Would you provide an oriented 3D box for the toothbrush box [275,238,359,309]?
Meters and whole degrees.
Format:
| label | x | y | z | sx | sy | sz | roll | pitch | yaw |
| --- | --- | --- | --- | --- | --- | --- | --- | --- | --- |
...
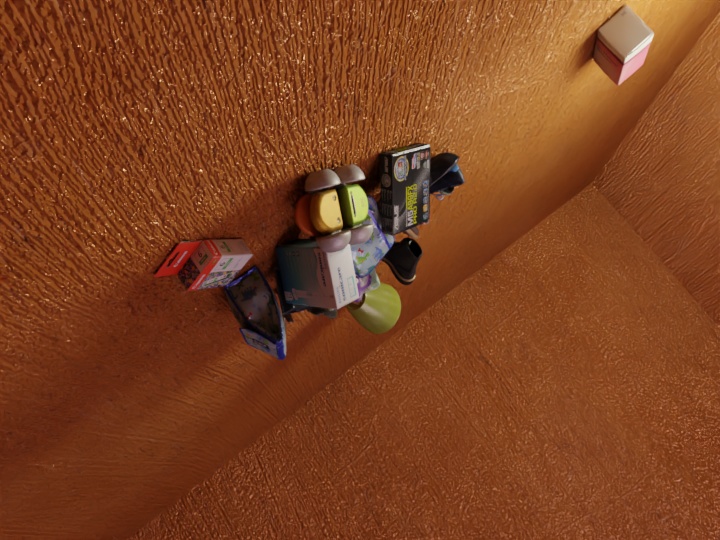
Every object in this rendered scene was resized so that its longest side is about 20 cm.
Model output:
| label | x | y | z | sx | sy | sz | roll | pitch | yaw |
| --- | --- | --- | --- | --- | --- | --- | --- | --- | --- |
| toothbrush box | -0.107 | 0.004 | 1.557 | 0.084 | 0.151 | 0.196 | -23 | -163 | -41 |

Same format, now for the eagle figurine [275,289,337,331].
| label | x | y | z | sx | sy | sz | roll | pitch | yaw |
| --- | --- | --- | --- | --- | --- | --- | --- | --- | --- |
| eagle figurine | -0.151 | 0.072 | 1.858 | 0.195 | 0.152 | 0.155 | -16 | 141 | -30 |

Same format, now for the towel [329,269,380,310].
| label | x | y | z | sx | sy | sz | roll | pitch | yaw |
| --- | --- | --- | --- | --- | --- | --- | --- | --- | --- |
| towel | -0.033 | 0.009 | 1.822 | 0.197 | 0.157 | 0.023 | -26 | -165 | -37 |

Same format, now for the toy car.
| label | x | y | z | sx | sy | sz | roll | pitch | yaw |
| --- | --- | --- | --- | --- | --- | --- | --- | --- | --- |
| toy car | -0.070 | -0.139 | 1.451 | 0.147 | 0.181 | 0.197 | -5 | -170 | 41 |

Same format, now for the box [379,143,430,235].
| label | x | y | z | sx | sy | sz | roll | pitch | yaw |
| --- | --- | --- | --- | --- | --- | --- | --- | --- | --- |
| box | 0.116 | -0.209 | 1.623 | 0.158 | 0.043 | 0.207 | -22 | 118 | -44 |

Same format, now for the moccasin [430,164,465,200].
| label | x | y | z | sx | sy | sz | roll | pitch | yaw |
| --- | --- | --- | --- | --- | --- | --- | --- | --- | --- |
| moccasin | 0.245 | -0.251 | 1.890 | 0.080 | 0.069 | 0.200 | -41 | -175 | -14 |

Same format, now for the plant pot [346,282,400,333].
| label | x | y | z | sx | sy | sz | roll | pitch | yaw |
| --- | --- | --- | --- | --- | --- | --- | --- | --- | --- |
| plant pot | 0.025 | 0.118 | 2.330 | 0.186 | 0.189 | 0.199 | -42 | 149 | 14 |

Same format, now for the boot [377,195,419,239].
| label | x | y | z | sx | sy | sz | roll | pitch | yaw |
| --- | --- | --- | --- | --- | --- | --- | --- | --- | --- |
| boot | 0.141 | -0.194 | 1.723 | 0.168 | 0.072 | 0.199 | -54 | 136 | -5 |

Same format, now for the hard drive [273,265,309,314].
| label | x | y | z | sx | sy | sz | roll | pitch | yaw |
| --- | --- | --- | --- | --- | --- | --- | --- | --- | --- |
| hard drive | -0.154 | 0.038 | 1.731 | 0.041 | 0.140 | 0.198 | -9 | -177 | 30 |

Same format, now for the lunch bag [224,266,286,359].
| label | x | y | z | sx | sy | sz | roll | pitch | yaw |
| --- | --- | --- | --- | --- | --- | --- | --- | --- | --- |
| lunch bag | -0.252 | 0.125 | 1.622 | 0.126 | 0.202 | 0.171 | -33 | 165 | -14 |

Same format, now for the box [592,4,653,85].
| label | x | y | z | sx | sy | sz | roll | pitch | yaw |
| --- | --- | --- | --- | --- | --- | --- | --- | --- | --- |
| box | 0.796 | -0.682 | 1.940 | 0.108 | 0.129 | 0.200 | -39 | 164 | 8 |

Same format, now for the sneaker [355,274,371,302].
| label | x | y | z | sx | sy | sz | roll | pitch | yaw |
| --- | --- | --- | --- | --- | --- | --- | --- | --- | --- |
| sneaker | 0.000 | 0.000 | 1.790 | 0.088 | 0.079 | 0.205 | 32 | 76 | -40 |

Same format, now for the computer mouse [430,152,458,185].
| label | x | y | z | sx | sy | sz | roll | pitch | yaw |
| --- | --- | --- | --- | --- | --- | --- | --- | --- | --- |
| computer mouse | 0.191 | -0.271 | 1.805 | 0.199 | 0.053 | 0.139 | -40 | -170 | 17 |

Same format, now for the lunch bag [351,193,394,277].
| label | x | y | z | sx | sy | sz | roll | pitch | yaw |
| --- | --- | --- | --- | --- | --- | --- | --- | --- | --- |
| lunch bag | -0.002 | -0.097 | 1.644 | 0.161 | 0.082 | 0.202 | -46 | 135 | -14 |

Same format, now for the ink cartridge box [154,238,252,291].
| label | x | y | z | sx | sy | sz | roll | pitch | yaw |
| --- | --- | --- | --- | --- | --- | --- | --- | --- | --- |
| ink cartridge box | -0.329 | -0.011 | 1.351 | 0.109 | 0.051 | 0.198 | -46 | 164 | 23 |

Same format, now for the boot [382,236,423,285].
| label | x | y | z | sx | sy | sz | roll | pitch | yaw |
| --- | --- | --- | --- | --- | --- | --- | --- | --- | --- |
| boot | 0.103 | -0.076 | 1.823 | 0.077 | 0.200 | 0.140 | -33 | 160 | -31 |
